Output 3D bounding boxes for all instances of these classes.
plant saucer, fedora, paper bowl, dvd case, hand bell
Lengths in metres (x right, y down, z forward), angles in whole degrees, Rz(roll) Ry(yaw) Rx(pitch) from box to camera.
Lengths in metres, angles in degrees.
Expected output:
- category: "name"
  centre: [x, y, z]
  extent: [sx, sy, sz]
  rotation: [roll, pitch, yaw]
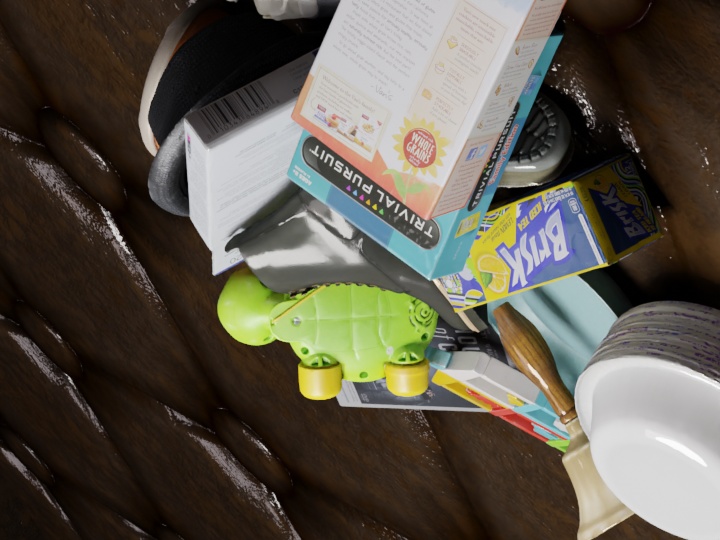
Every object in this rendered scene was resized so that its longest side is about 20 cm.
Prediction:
- category: "plant saucer"
  centre: [0.169, 0.034, 1.696]
  extent: [0.200, 0.036, 0.200]
  rotation: [39, 158, 19]
- category: "fedora"
  centre: [-0.103, -0.139, 1.668]
  extent: [0.092, 0.200, 0.201]
  rotation: [52, 163, 25]
- category: "paper bowl"
  centre: [0.255, 0.127, 1.560]
  extent: [0.200, 0.105, 0.201]
  rotation: [27, 150, 17]
- category: "dvd case"
  centre: [0.055, 0.073, 1.868]
  extent: [0.198, 0.025, 0.151]
  rotation: [1, 138, 22]
- category: "hand bell"
  centre: [0.171, 0.113, 1.703]
  extent: [0.201, 0.104, 0.104]
  rotation: [58, 159, 7]

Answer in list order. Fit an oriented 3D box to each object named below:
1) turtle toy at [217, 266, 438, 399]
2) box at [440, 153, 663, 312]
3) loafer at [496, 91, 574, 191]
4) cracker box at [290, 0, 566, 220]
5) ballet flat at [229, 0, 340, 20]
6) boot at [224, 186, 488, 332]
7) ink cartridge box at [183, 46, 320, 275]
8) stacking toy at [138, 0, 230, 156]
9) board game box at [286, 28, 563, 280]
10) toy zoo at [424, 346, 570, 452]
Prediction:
- category: "turtle toy"
  centre: [-0.023, 0.030, 1.762]
  extent: [0.101, 0.198, 0.147]
  rotation: [-104, 12, -76]
- category: "box"
  centre: [0.135, -0.026, 1.556]
  extent: [0.200, 0.064, 0.070]
  rotation: [-20, 94, 56]
- category: "loafer"
  centre: [0.098, -0.096, 1.571]
  extent: [0.070, 0.075, 0.199]
  rotation: [41, 165, -33]
- category: "cracker box"
  centre: [0.050, -0.156, 1.420]
  extent: [0.134, 0.058, 0.201]
  rotation: [38, 120, 22]
- category: "ballet flat"
  centre: [-0.072, -0.232, 1.638]
  extent: [0.199, 0.073, 0.073]
  rotation: [27, 152, 40]
- category: "boot"
  centre: [0.000, 0.000, 1.675]
  extent: [0.200, 0.138, 0.078]
  rotation: [48, -160, -24]
- category: "ink cartridge box"
  centre: [-0.048, -0.101, 1.645]
  extent: [0.043, 0.196, 0.200]
  rotation: [53, 161, 21]
- category: "stacking toy"
  centre: [-0.078, -0.136, 1.775]
  extent: [0.199, 0.147, 0.146]
  rotation: [23, 152, 15]
- category: "board game box"
  centre: [0.043, -0.119, 1.500]
  extent: [0.151, 0.047, 0.201]
  rotation: [36, 119, 27]
- category: "toy zoo"
  centre: [0.141, 0.116, 1.800]
  extent: [0.199, 0.021, 0.131]
  rotation: [29, 168, -9]
